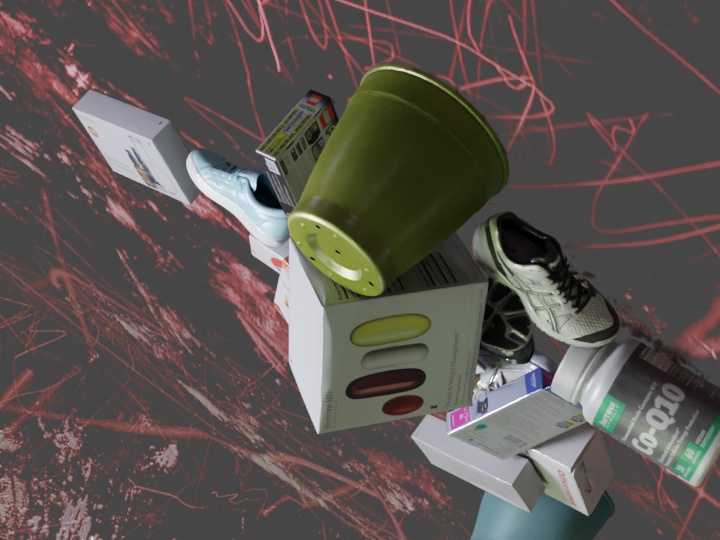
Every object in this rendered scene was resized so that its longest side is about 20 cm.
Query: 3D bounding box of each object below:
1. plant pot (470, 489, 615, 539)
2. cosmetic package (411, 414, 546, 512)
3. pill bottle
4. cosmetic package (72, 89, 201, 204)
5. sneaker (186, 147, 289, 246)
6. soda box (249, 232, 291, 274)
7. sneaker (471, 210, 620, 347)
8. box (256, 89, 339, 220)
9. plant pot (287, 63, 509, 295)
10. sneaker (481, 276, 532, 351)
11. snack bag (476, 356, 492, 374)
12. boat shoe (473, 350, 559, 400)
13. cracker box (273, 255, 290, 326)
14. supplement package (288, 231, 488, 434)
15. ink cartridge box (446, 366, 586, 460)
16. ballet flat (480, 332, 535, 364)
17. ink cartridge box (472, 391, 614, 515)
[{"bbox_3d":[0.272,0.406,1.845,0.200,0.188,0.200,33,159,15],"label":"plant pot"},{"bbox_3d":[0.175,0.283,1.717,0.199,0.051,0.083,20,156,43],"label":"cosmetic package"},{"bbox_3d":[0.330,0.151,1.336,0.199,0.113,0.113,31,158,20],"label":"pill bottle"},{"bbox_3d":[-0.352,-0.198,1.845,0.199,0.052,0.151,23,151,35],"label":"cosmetic package"},{"bbox_3d":[-0.167,-0.128,1.682,0.200,0.074,0.082,40,130,12],"label":"sneaker"},{"bbox_3d":[-0.072,-0.008,1.747,0.200,0.064,0.068,34,159,13],"label":"soda box"},{"bbox_3d":[0.212,0.011,1.298,0.200,0.076,0.088,37,159,4],"label":"sneaker"},{"bbox_3d":[-0.055,-0.115,1.437,0.035,0.110,0.200,26,155,31],"label":"box"},{"bbox_3d":[0.025,-0.084,1.250,0.200,0.193,0.201,33,158,15],"label":"plant pot"},{"bbox_3d":[0.152,0.047,1.505,0.200,0.081,0.083,33,175,42],"label":"sneaker"},{"bbox_3d":[0.067,0.095,1.606,0.188,0.021,0.200,40,157,-11],"label":"snack bag"},{"bbox_3d":[0.192,0.155,1.607,0.075,0.086,0.202,48,157,-23],"label":"boat shoe"},{"bbox_3d":[-0.058,0.055,1.640,0.134,0.058,0.200,51,162,11],"label":"cracker box"},{"bbox_3d":[0.027,0.064,1.377,0.147,0.199,0.192,-119,25,-52],"label":"supplement package"},{"bbox_3d":[0.227,0.190,1.555,0.119,0.042,0.200,28,136,-35],"label":"ink cartridge box"},{"bbox_3d":[0.158,0.076,1.572,0.199,0.066,0.057,17,113,42],"label":"ballet flat"},{"bbox_3d":[0.263,0.258,1.705,0.199,0.083,0.147,24,155,36],"label":"ink cartridge box"}]
